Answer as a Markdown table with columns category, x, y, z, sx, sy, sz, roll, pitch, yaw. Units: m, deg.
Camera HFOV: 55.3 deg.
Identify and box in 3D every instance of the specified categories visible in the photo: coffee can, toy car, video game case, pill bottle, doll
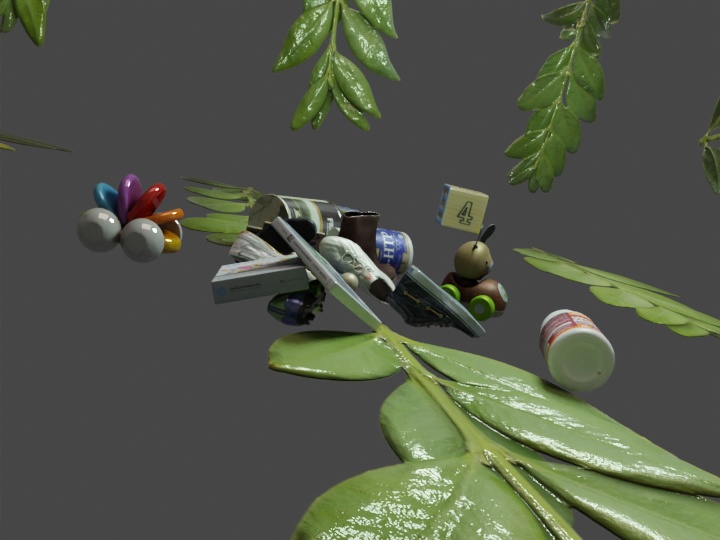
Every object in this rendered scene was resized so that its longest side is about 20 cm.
| category | x | y | z | sx | sy | sz | roll | pitch | yaw |
| --- | --- | --- | --- | --- | --- | --- | --- | --- | --- |
| coffee can | -0.156 | -0.107 | 1.692 | 0.145 | 0.148 | 0.199 | 22 | 14 | 37 |
| toy car | -0.438 | -0.107 | 1.329 | 0.198 | 0.152 | 0.175 | 13 | 11 | -1 |
| video game case | -0.056 | 0.007 | 1.186 | 0.182 | 0.023 | 0.200 | 47 | 1 | 33 |
| toy car | 0.271 | -0.006 | 1.559 | 0.156 | 0.202 | 0.164 | 17 | 12 | 22 |
| pill bottle | 0.017 | -0.046 | 1.666 | 0.198 | 0.121 | 0.119 | 6 | 13 | -31 |
| doll | -0.077 | 0.009 | 1.391 | 0.199 | 0.049 | 0.136 | 20 | -13 | 48 |
| pill bottle | 0.376 | 0.134 | 1.220 | 0.108 | 0.111 | 0.200 | 14 | 11 | 5 |

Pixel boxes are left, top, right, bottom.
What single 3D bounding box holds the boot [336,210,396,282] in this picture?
| category | x | y | z | sx | sy | sz | roll | pitch | yaw |
| --- | --- | --- | --- | --- | --- | --- | --- | --- | --- |
| boot | 0.021 | -0.046 | 1.525 | 0.198 | 0.168 | 0.072 | 1 | 29 | -36 |

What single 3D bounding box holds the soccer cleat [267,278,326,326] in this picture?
| category | x | y | z | sx | sy | sz | roll | pitch | yaw |
| --- | --- | --- | --- | --- | --- | --- | --- | --- | --- |
| soccer cleat | -0.106 | 0.047 | 1.191 | 0.083 | 0.066 | 0.200 | 12 | 11 | 6 |

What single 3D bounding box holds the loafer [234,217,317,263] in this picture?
| category | x | y | z | sx | sy | sz | roll | pitch | yaw |
| --- | --- | --- | --- | --- | --- | --- | --- | --- | --- |
| loafer | -0.174 | -0.067 | 1.449 | 0.198 | 0.074 | 0.072 | -16 | 7 | 22 |

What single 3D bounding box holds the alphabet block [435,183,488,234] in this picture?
| category | x | y | z | sx | sy | sz | roll | pitch | yaw |
| --- | --- | --- | --- | --- | --- | --- | --- | --- | --- |
| alphabet block | 0.495 | -0.304 | 3.382 | 0.198 | 0.199 | 0.195 | 12 | 12 | -6 |

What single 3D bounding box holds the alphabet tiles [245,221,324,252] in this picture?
| category | x | y | z | sx | sy | sz | roll | pitch | yaw |
| --- | --- | --- | --- | --- | --- | --- | --- | --- | --- |
| alphabet tiles | -0.162 | -0.056 | 1.530 | 0.198 | 0.006 | 0.167 | 11 | -28 | -12 |

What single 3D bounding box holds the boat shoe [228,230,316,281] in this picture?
| category | x | y | z | sx | sy | sz | roll | pitch | yaw |
| --- | --- | --- | --- | --- | --- | --- | --- | --- | --- |
| boat shoe | -0.167 | 0.003 | 1.346 | 0.199 | 0.070 | 0.071 | 32 | -20 | 4 |

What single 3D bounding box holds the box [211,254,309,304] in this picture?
| category | x | y | z | sx | sy | sz | roll | pitch | yaw |
| --- | --- | --- | --- | --- | --- | --- | --- | --- | --- |
| box | -0.169 | 0.011 | 1.187 | 0.154 | 0.042 | 0.200 | -9 | 7 | -5 |

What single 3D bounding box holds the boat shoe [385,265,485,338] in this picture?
| category | x | y | z | sx | sy | sz | roll | pitch | yaw |
| --- | --- | --- | --- | --- | --- | --- | --- | --- | --- |
| boat shoe | 0.144 | 0.084 | 1.322 | 0.200 | 0.091 | 0.071 | 40 | 7 | -10 |

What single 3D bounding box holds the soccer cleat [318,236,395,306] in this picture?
| category | x | y | z | sx | sy | sz | roll | pitch | yaw |
| --- | --- | --- | --- | --- | --- | --- | --- | --- | --- |
| soccer cleat | 0.000 | 0.000 | 1.410 | 0.199 | 0.069 | 0.078 | 38 | 8 | -19 |

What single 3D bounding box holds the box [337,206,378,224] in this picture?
| category | x | y | z | sx | sy | sz | roll | pitch | yaw |
| --- | --- | --- | --- | --- | --- | --- | --- | --- | --- |
| box | -0.027 | -0.196 | 2.573 | 0.121 | 0.048 | 0.200 | 9 | 11 | -25 |
